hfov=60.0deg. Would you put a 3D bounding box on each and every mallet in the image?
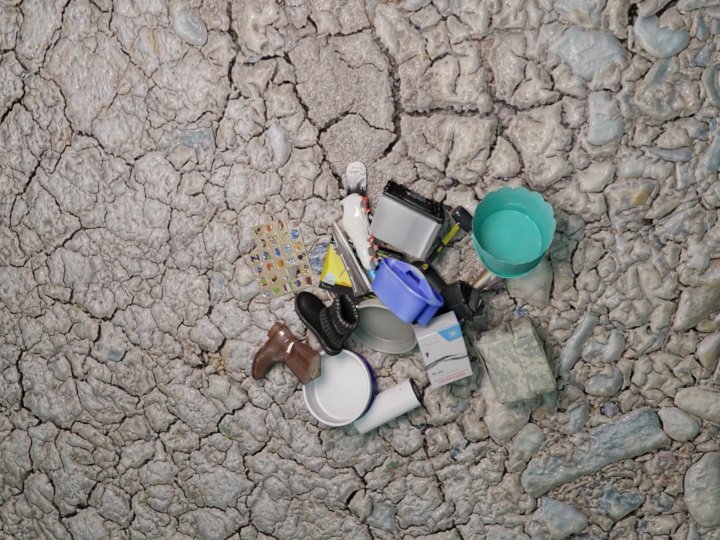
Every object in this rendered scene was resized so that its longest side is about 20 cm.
[{"bbox_3d":[0.212,-0.083,1.607,0.199,0.041,0.066,-43,103,-11],"label":"mallet"}]

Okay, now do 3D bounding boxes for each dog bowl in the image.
[{"bbox_3d":[-0.057,0.318,1.707,0.194,0.079,0.207,-3,81,17],"label":"dog bowl"}]

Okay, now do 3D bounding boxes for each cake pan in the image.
[{"bbox_3d":[0.062,0.146,1.662,0.194,0.037,0.203,14,140,11],"label":"cake pan"}]

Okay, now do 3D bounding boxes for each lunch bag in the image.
[{"bbox_3d":[0.401,0.236,1.639,0.164,0.140,0.205,-22,98,10],"label":"lunch bag"}]

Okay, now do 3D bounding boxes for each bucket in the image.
[{"bbox_3d":[0.371,-0.090,1.539,0.200,0.135,0.214,-3,73,8],"label":"bucket"}]

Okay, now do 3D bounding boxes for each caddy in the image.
[{"bbox_3d":[0.118,0.043,1.541,0.200,0.140,0.106,45,110,37],"label":"caddy"}]

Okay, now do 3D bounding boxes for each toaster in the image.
[{"bbox_3d":[0.124,-0.131,1.574,0.196,0.181,0.121,25,110,0],"label":"toaster"}]

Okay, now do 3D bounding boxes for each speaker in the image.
[{"bbox_3d":[0.071,0.378,1.740,0.196,0.081,0.083,-29,98,11],"label":"speaker"}]

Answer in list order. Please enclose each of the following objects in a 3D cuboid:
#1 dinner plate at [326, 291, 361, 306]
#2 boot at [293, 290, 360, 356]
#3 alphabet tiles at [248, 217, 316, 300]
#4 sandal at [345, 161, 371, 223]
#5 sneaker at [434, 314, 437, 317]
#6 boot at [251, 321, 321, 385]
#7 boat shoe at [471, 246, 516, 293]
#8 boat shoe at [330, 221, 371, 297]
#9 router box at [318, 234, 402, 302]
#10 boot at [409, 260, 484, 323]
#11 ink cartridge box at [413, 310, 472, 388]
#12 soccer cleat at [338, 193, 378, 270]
[{"bbox_3d":[-0.004,0.018,1.700,0.193,0.024,0.207,2,103,6],"label":"dinner plate"},{"bbox_3d":[-0.088,0.103,1.644,0.212,0.078,0.159,50,141,19],"label":"boot"},{"bbox_3d":[-0.226,-0.035,1.723,0.162,0.008,0.206,-15,100,10],"label":"alphabet tiles"},{"bbox_3d":[-0.010,-0.182,1.645,0.073,0.045,0.207,-3,102,7],"label":"sandal"},{"bbox_3d":[0.197,0.168,1.652,0.060,0.202,0.104,-36,66,-28],"label":"sneaker"},{"bbox_3d":[-0.201,0.268,1.710,0.198,0.064,0.190,33,105,31],"label":"boot"},{"bbox_3d":[0.349,0.024,1.635,0.065,0.072,0.200,44,98,0],"label":"boat shoe"},{"bbox_3d":[-0.035,-0.024,1.593,0.056,0.067,0.203,-28,101,7],"label":"boat shoe"},{"bbox_3d":[0.000,0.000,1.656,0.194,0.051,0.153,17,103,1],"label":"router box"},{"bbox_3d":[0.221,0.050,1.605,0.073,0.162,0.200,-41,100,-22],"label":"boot"},{"bbox_3d":[0.217,0.220,1.599,0.113,0.068,0.204,-19,117,2],"label":"ink cartridge box"},{"bbox_3d":[-0.005,-0.095,1.595,0.076,0.069,0.206,-16,77,21],"label":"soccer cleat"}]
